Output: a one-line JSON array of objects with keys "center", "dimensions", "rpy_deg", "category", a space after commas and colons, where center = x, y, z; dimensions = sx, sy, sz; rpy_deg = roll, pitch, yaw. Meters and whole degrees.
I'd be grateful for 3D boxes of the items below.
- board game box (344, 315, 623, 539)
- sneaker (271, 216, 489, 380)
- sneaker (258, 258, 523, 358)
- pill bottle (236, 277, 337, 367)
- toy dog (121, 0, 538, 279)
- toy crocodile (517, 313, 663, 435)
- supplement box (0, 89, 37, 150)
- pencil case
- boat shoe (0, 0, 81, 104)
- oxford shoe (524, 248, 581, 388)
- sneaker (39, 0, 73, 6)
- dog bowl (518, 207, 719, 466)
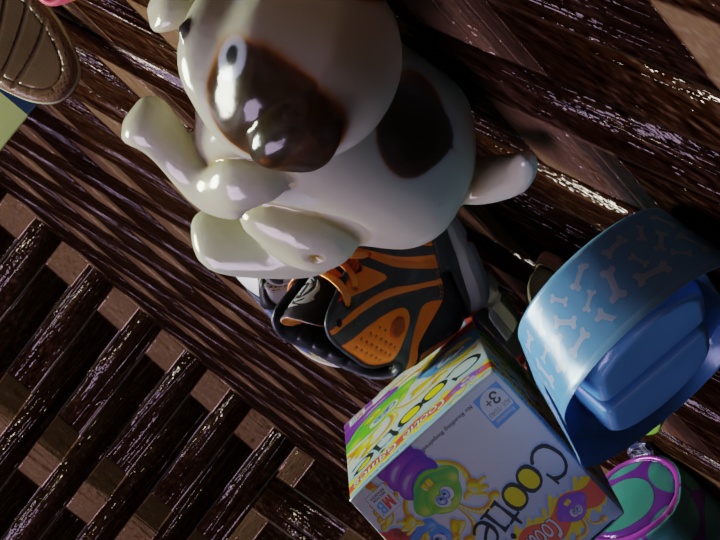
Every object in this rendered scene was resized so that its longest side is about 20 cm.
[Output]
[{"center": [0.062, 0.107, 1.455], "dimensions": [0.103, 0.105, 0.200], "rpy_deg": [47, -176, -7], "category": "board game box"}, {"center": [-0.008, -0.023, 1.453], "dimensions": [0.077, 0.112, 0.200], "rpy_deg": [9, 135, 53], "category": "sneaker"}, {"center": [0.000, 0.000, 1.568], "dimensions": [0.200, 0.115, 0.075], "rpy_deg": [49, 180, -10], "category": "sneaker"}, {"center": [-0.027, -0.018, 1.705], "dimensions": [0.111, 0.111, 0.200], "rpy_deg": [35, 172, 24], "category": "pill bottle"}, {"center": [-0.022, -0.074, 1.278], "dimensions": [0.193, 0.140, 0.200], "rpy_deg": [21, 168, 18], "category": "toy dog"}, {"center": [0.125, 0.061, 1.640], "dimensions": [0.062, 0.068, 0.200], "rpy_deg": [47, 168, -33], "category": "toy crocodile"}, {"center": [-0.457, -0.152, 2.583], "dimensions": [0.200, 0.200, 0.134], "rpy_deg": [41, 172, -19], "category": "supplement box"}, {"center": [0.242, 0.212, 1.926], "dimensions": [0.092, 0.085, 0.200], "rpy_deg": [4, 148, 48], "category": "pencil case"}, {"center": [-0.282, -0.199, 2.029], "dimensions": [0.202, 0.075, 0.075], "rpy_deg": [42, -172, 13], "category": "boat shoe"}, {"center": [0.114, 0.035, 1.505], "dimensions": [0.071, 0.074, 0.200], "rpy_deg": [35, 173, 2], "category": "oxford shoe"}, {"center": [-0.135, -0.168, 1.342], "dimensions": [0.078, 0.091, 0.200], "rpy_deg": [18, 169, 25], "category": "sneaker"}, {"center": [0.131, 0.031, 1.304], "dimensions": [0.050, 0.111, 0.200], "rpy_deg": [49, 176, 19], "category": "dog bowl"}]
